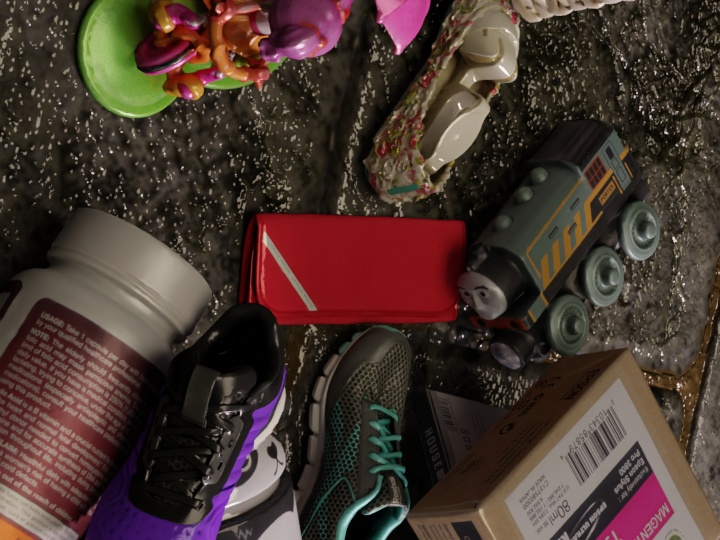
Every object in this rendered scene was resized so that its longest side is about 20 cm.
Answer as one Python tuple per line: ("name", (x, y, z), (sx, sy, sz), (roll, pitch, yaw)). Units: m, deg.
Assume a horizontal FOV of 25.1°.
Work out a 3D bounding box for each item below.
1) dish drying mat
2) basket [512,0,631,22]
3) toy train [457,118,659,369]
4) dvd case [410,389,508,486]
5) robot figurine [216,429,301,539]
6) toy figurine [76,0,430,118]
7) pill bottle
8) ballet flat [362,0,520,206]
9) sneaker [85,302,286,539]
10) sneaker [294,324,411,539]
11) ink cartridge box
("dish drying mat", (0.000, 0.000, 1.133), (0.199, 0.018, 0.077), (1, 96, -41))
("basket", (0.163, -0.292, 1.093), (0.161, 0.198, 0.200), (-45, 111, -22))
("toy train", (0.146, -0.022, 1.217), (0.200, 0.085, 0.114), (-49, 120, -27))
("dvd case", (0.129, 0.174, 1.213), (0.200, 0.025, 0.151), (18, 45, -41))
("robot figurine", (-0.094, 0.176, 1.006), (0.124, 0.150, 0.201), (-16, 108, -25))
("toy figurine", (-0.046, -0.163, 0.954), (0.200, 0.184, 0.150), (-45, 124, -26))
("pill bottle", (-0.176, 0.072, 0.926), (0.114, 0.114, 0.200), (44, 69, -37))
("ballet flat", (0.074, -0.128, 1.147), (0.076, 0.064, 0.200), (41, 70, -37))
("sneaker", (-0.095, 0.094, 0.881), (0.100, 0.069, 0.200), (105, 7, -49))
("sneaker", (0.005, 0.138, 1.111), (0.077, 0.091, 0.201), (23, 82, -42))
("ink cartridge box", (0.146, 0.175, 1.117), (0.200, 0.075, 0.165), (-40, 106, -39))
